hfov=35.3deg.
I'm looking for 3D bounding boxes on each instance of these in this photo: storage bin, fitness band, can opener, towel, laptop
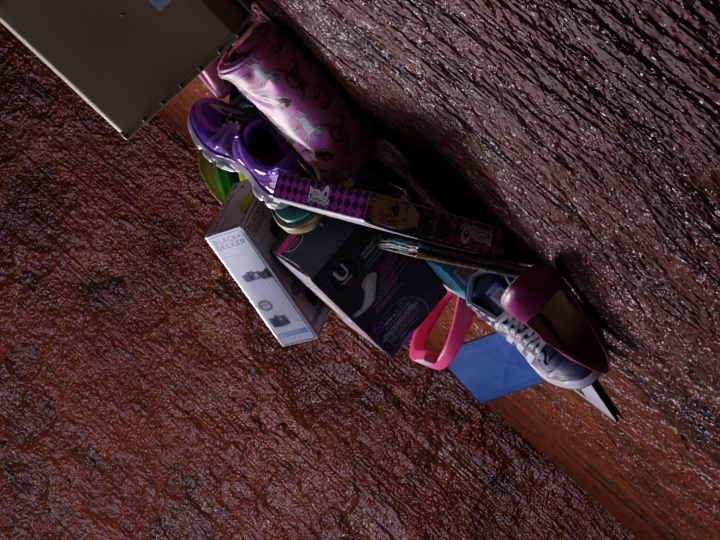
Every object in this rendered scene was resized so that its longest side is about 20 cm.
[{"bbox_3d":[-0.250,-0.279,1.187,0.200,0.198,0.094,45,-168,-27],"label":"storage bin"},{"bbox_3d":[0.119,0.067,1.588,0.037,0.144,0.200,24,174,-8],"label":"fitness band"},{"bbox_3d":[-0.007,-0.130,1.502,0.200,0.053,0.067,35,140,58],"label":"can opener"},{"bbox_3d":[0.106,-0.016,1.268,0.146,0.022,0.200,11,-178,-11],"label":"towel"},{"bbox_3d":[0.245,0.169,1.649,0.200,0.116,0.187,38,175,39],"label":"laptop"}]

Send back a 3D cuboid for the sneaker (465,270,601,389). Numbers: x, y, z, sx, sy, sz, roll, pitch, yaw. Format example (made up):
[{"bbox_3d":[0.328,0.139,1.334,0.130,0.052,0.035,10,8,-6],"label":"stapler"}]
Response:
[{"bbox_3d":[0.198,0.063,1.346,0.108,0.070,0.200,43,178,-39],"label":"sneaker"}]

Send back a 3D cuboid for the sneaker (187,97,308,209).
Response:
[{"bbox_3d":[-0.130,-0.158,1.332,0.200,0.081,0.084,38,153,32],"label":"sneaker"}]

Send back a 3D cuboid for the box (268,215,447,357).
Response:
[{"bbox_3d":[0.000,0.000,1.456,0.106,0.122,0.200,34,171,47],"label":"box"}]

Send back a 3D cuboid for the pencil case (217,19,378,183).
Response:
[{"bbox_3d":[-0.067,-0.181,1.240,0.200,0.083,0.086,44,175,-33],"label":"pencil case"}]

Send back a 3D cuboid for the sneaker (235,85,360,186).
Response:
[{"bbox_3d":[-0.068,-0.183,1.383,0.200,0.075,0.088,51,-176,1],"label":"sneaker"}]

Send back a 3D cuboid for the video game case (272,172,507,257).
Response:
[{"bbox_3d":[0.028,-0.061,1.221,0.181,0.036,0.200,14,-178,-32],"label":"video game case"}]

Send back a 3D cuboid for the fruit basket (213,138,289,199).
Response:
[{"bbox_3d":[-0.129,-0.126,1.566,0.216,0.155,0.216,56,-157,-39],"label":"fruit basket"}]

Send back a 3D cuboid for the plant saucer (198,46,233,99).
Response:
[{"bbox_3d":[-0.211,-0.301,1.366,0.201,0.051,0.201,53,178,3],"label":"plant saucer"}]

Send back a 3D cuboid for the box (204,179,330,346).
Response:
[{"bbox_3d":[-0.111,-0.012,1.485,0.060,0.117,0.200,-14,123,30],"label":"box"}]

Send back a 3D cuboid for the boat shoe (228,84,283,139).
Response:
[{"bbox_3d":[-0.142,-0.197,1.463,0.062,0.075,0.200,46,-159,-30],"label":"boat shoe"}]

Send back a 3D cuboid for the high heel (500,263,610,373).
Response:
[{"bbox_3d":[0.210,0.053,1.167,0.096,0.067,0.200,50,-166,25],"label":"high heel"}]

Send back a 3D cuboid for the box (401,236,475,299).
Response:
[{"bbox_3d":[0.104,-0.018,1.510,0.082,0.049,0.200,44,175,-24],"label":"box"}]

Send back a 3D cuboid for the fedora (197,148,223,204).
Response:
[{"bbox_3d":[-0.151,-0.168,1.746,0.201,0.201,0.082,43,138,-12],"label":"fedora"}]

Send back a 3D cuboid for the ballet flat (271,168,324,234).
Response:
[{"bbox_3d":[-0.078,-0.084,1.380,0.071,0.071,0.200,45,-172,-32],"label":"ballet flat"}]
